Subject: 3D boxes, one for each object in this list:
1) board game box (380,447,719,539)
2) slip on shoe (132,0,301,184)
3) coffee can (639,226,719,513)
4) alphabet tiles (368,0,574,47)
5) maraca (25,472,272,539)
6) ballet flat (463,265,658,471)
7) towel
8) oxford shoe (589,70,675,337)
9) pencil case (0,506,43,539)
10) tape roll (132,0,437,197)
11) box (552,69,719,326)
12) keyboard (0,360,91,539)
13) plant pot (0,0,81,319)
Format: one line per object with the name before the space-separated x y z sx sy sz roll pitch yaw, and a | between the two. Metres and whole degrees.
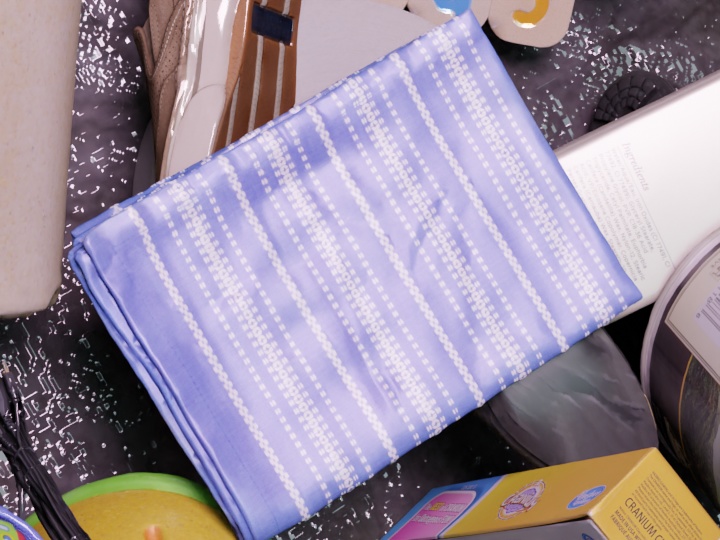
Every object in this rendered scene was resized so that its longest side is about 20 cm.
board game box | 0.104 0.153 0.768 0.040 0.200 0.153 -41 97 -24
slip on shoe | -0.067 -0.090 0.785 0.076 0.060 0.201 13 84 -65
coffee can | 0.213 0.071 0.725 0.145 0.200 0.147 -5 113 -11
alphabet tiles | 0.059 -0.208 0.857 0.199 0.015 0.197 9 109 -6
maraca | -0.109 0.174 0.731 0.137 0.107 0.200 40 91 4
ballet flat | 0.048 0.023 0.786 0.200 0.057 0.067 41 77 2
towel | 0.000 0.000 0.735 0.199 0.024 0.145 -31 90 -15
oxford shoe | 0.168 -0.003 0.908 0.084 0.072 0.201 -8 78 -50
pencil case | -0.179 0.166 0.649 0.078 0.200 0.087 27 31 -23
tape roll | -0.006 -0.027 0.847 0.202 0.037 0.204 4 79 -22
box | 0.162 -0.047 0.826 0.199 0.068 0.083 -25 90 -2
keyboard | -0.137 0.118 0.685 0.021 0.127 0.200 4 42 -51
plant pot | -0.188 -0.072 0.709 0.199 0.200 0.185 -3 93 -23
